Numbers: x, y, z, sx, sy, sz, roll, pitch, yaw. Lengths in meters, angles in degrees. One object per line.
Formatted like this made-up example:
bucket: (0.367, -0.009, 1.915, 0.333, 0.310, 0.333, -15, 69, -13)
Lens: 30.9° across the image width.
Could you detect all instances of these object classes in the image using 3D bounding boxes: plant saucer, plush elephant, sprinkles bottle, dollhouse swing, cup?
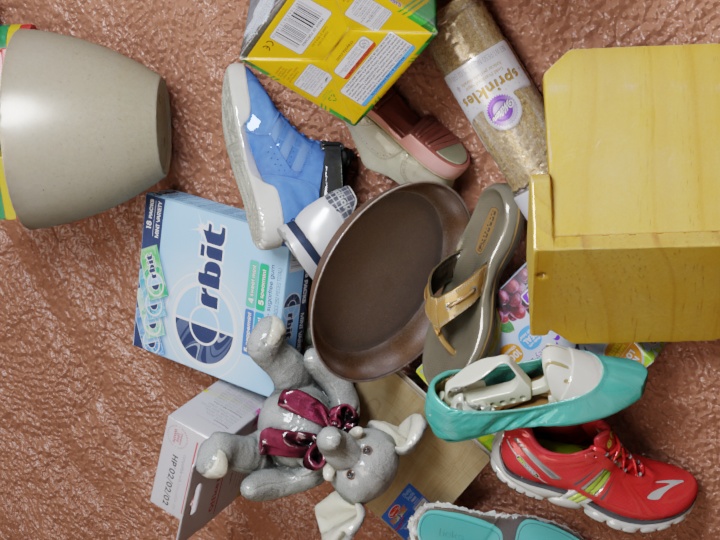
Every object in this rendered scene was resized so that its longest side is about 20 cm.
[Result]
plant saucer: (0.024, 0.007, 1.196, 0.032, 0.199, 0.202, 31, 124, 41)
plush elephant: (-0.032, 0.168, 1.250, 0.154, 0.166, 0.200, 15, 162, 46)
sprinkles bottle: (0.126, -0.143, 1.144, 0.068, 0.068, 0.201, -30, 92, 35)
dollhouse swing: (0.237, -0.062, 1.091, 0.198, 0.177, 0.182, -2, 145, 4)
cup: (-0.269, -0.145, 1.320, 0.141, 0.201, 0.202, -2, 111, 0)

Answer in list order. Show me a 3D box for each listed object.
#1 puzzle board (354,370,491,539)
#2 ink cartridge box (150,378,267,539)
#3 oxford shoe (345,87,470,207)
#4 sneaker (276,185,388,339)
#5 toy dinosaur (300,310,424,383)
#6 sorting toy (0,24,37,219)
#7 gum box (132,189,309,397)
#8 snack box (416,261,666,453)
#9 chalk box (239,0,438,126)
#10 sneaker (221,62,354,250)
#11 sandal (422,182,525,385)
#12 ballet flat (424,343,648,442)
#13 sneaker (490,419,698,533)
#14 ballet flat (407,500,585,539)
puzzle board: (0.039, 0.186, 1.332, 0.150, 0.017, 0.201, 41, 138, 9)
ink cartridge box: (-0.151, 0.185, 1.355, 0.067, 0.200, 0.116, 26, 120, 19)
oxford shoe: (0.006, -0.135, 1.217, 0.200, 0.071, 0.074, 42, 127, 10)
sneaker: (0.000, 0.000, 1.235, 0.080, 0.200, 0.076, -41, 53, -2)
toy dinosaur: (-0.034, 0.093, 1.347, 0.199, 0.047, 0.089, 32, 115, 12)
sorting toy: (-0.375, -0.164, 1.366, 0.069, 0.200, 0.201, -2, 116, -1)
gum box: (-0.145, 0.021, 1.350, 0.199, 0.044, 0.172, 17, 107, 33)
snack box: (0.165, 0.081, 1.219, 0.142, 0.053, 0.200, 46, 125, 5)
chalk box: (-0.016, -0.251, 1.131, 0.123, 0.201, 0.124, 28, 130, -21)
sneaker: (-0.067, -0.117, 1.272, 0.077, 0.110, 0.202, 111, 146, -57)
sandal: (0.092, 0.013, 1.189, 0.080, 0.054, 0.202, 26, 100, 55)
ballet flat: (0.149, 0.101, 1.128, 0.198, 0.068, 0.071, -13, 133, 11)
sneaker: (0.218, 0.175, 1.174, 0.198, 0.077, 0.085, 13, 126, -7)
ballet flat: (0.143, 0.273, 1.298, 0.198, 0.072, 0.072, 17, 118, 3)
